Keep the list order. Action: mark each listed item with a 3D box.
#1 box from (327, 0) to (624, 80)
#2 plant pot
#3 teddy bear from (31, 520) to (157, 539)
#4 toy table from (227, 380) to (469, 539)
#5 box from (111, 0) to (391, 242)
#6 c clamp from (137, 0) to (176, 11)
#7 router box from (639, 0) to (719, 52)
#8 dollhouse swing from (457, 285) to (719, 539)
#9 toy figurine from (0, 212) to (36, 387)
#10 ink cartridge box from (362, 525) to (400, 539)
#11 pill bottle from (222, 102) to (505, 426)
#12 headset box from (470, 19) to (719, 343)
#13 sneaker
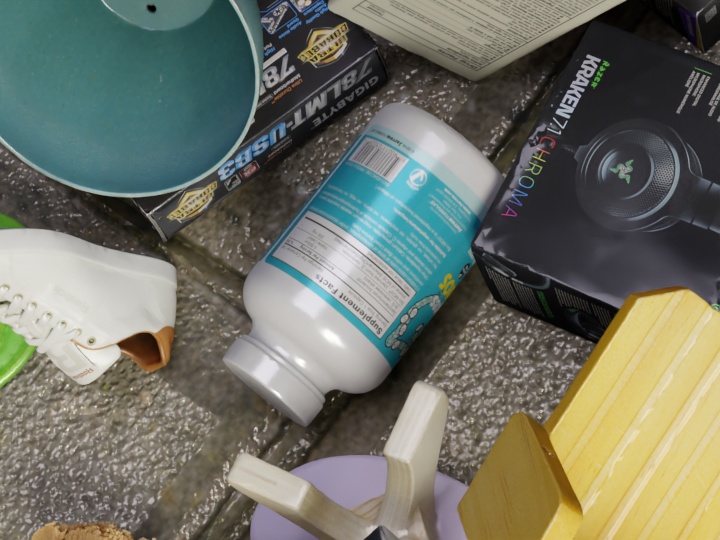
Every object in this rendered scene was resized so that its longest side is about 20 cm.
[{"bbox_3d":[0.088,-0.219,1.307,0.200,0.127,0.110,-22,49,57],"label":"box"},{"bbox_3d":[-0.151,-0.169,1.335,0.198,0.201,0.135,-4,35,14],"label":"plant pot"},{"bbox_3d":[-0.172,0.260,1.269,0.144,0.067,0.202,-16,70,19],"label":"teddy bear"},{"bbox_3d":[0.012,0.167,1.220,0.198,0.117,0.185,9,70,18],"label":"toy table"},{"bbox_3d":[-0.113,-0.153,1.433,0.199,0.050,0.199,-37,63,-3],"label":"box"},{"bbox_3d":[-0.109,-0.254,1.439,0.200,0.027,0.171,-41,62,-7],"label":"c clamp"},{"bbox_3d":[0.242,-0.270,1.382,0.200,0.052,0.157,-45,63,-6],"label":"router box"},{"bbox_3d":[0.188,0.137,1.107,0.199,0.182,0.176,36,101,-17],"label":"dollhouse swing"},{"bbox_3d":[-0.311,0.015,1.341,0.149,0.184,0.202,4,69,17],"label":"toy figurine"},{"bbox_3d":[0.009,0.268,1.142,0.198,0.200,0.043,-41,21,12],"label":"ink cartridge box"},{"bbox_3d":[0.000,0.000,1.300,0.110,0.111,0.200,34,80,26],"label":"pill bottle"},{"bbox_3d":[0.199,-0.033,1.268,0.199,0.093,0.175,25,76,23],"label":"headset box"},{"bbox_3d":[-0.196,0.025,1.306,0.073,0.199,0.085,-22,66,44],"label":"sneaker"}]
